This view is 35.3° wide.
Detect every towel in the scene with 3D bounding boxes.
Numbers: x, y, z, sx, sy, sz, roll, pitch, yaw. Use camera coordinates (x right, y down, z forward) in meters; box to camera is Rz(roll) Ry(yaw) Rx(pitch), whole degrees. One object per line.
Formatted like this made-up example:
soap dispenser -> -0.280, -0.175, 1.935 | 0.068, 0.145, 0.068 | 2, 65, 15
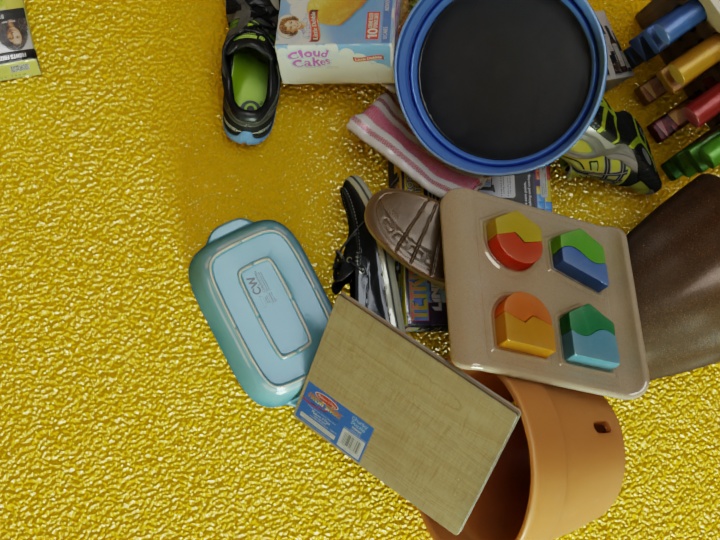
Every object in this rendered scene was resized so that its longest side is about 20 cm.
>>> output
towel -> 0.097, -0.160, 1.150 | 0.146, 0.030, 0.200 | 36, 55, 14

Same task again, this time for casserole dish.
casserole dish -> -0.087, 0.039, 1.115 | 0.121, 0.039, 0.201 | -26, 87, -17

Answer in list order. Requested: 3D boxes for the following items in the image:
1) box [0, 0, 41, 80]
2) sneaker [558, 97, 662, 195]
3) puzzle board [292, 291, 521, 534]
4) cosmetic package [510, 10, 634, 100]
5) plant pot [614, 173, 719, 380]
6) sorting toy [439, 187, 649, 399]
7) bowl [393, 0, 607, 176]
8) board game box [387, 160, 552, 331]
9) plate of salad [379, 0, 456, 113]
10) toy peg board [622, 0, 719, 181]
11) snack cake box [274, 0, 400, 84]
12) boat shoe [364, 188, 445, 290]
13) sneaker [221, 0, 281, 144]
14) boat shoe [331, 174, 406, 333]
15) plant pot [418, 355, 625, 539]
box -> -0.367, -0.284, 1.093 | 0.075, 0.050, 0.201 | -12, 83, -14
sneaker -> 0.250, -0.127, 1.185 | 0.200, 0.076, 0.076 | 27, 43, -45
puzzle board -> 0.038, 0.131, 1.045 | 0.200, 0.151, 0.017 | 33, 32, 20
cosmetic package -> 0.216, -0.222, 1.168 | 0.200, 0.051, 0.083 | -21, 84, -57
plant pot -> 0.310, 0.030, 1.156 | 0.200, 0.187, 0.187 | -29, 88, -3
sorting toy -> 0.173, 0.018, 1.046 | 0.199, 0.036, 0.186 | 11, 59, -21
bowl -> 0.132, -0.189, 1.068 | 0.200, 0.039, 0.202 | 1, 94, 16
board game box -> 0.115, -0.037, 1.168 | 0.165, 0.057, 0.201 | 1, 80, -12
plate of salad -> 0.093, -0.240, 1.165 | 0.199, 0.048, 0.201 | 5, 52, -6
toy peg board -> 0.344, -0.190, 1.187 | 0.098, 0.200, 0.199 | -35, 90, -2
snack cake box -> -0.017, -0.287, 1.132 | 0.114, 0.067, 0.201 | 1, 65, 6
boat shoe -> 0.088, -0.010, 1.095 | 0.200, 0.065, 0.071 | 31, 76, -6
sneaker -> -0.103, -0.228, 1.131 | 0.070, 0.083, 0.200 | 5, 78, -9
boat shoe -> 0.000, 0.000, 1.119 | 0.062, 0.075, 0.201 | -9, 74, -4
plant pot -> 0.156, 0.177, 1.084 | 0.140, 0.200, 0.201 | 1, 80, -31
